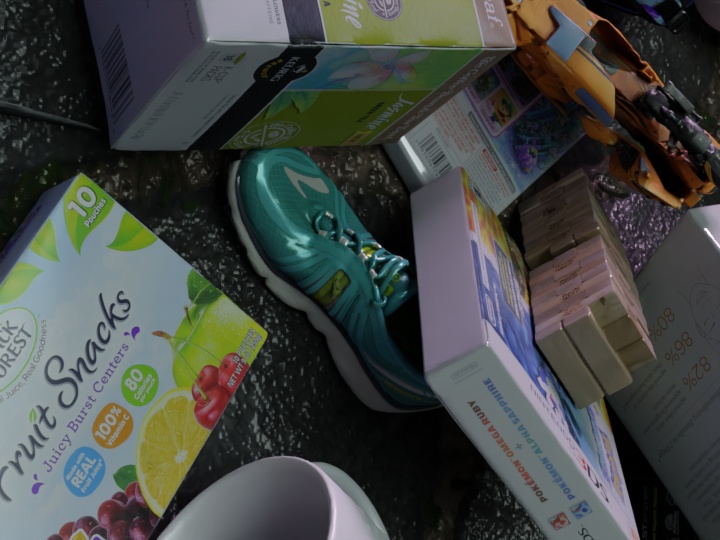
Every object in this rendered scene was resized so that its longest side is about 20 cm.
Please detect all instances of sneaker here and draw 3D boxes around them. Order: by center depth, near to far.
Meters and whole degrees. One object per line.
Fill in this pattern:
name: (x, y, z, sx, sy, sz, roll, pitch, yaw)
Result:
sneaker: (0.000, 0.000, 0.825, 0.201, 0.079, 0.078, 51, 59, -18)

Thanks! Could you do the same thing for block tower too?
block tower: (0.138, 0.006, 0.868, 0.058, 0.054, 0.201, 55, 17, -21)

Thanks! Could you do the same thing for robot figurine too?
robot figurine: (0.159, -0.113, 0.900, 0.200, 0.145, 0.058, 43, 93, -13)

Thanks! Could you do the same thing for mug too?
mug: (-0.019, 0.195, 0.757, 0.176, 0.146, 0.201, 49, 29, -28)

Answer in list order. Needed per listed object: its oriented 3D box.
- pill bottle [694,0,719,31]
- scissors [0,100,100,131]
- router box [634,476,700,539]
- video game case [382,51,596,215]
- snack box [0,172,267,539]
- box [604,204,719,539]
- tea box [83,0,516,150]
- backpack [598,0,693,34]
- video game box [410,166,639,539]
pill bottle: (0.328, -0.223, 1.073, 0.198, 0.111, 0.113, 17, 73, -32)
scissors: (-0.224, -0.091, 0.711, 0.199, 0.072, 0.014, 18, 57, -57)
router box: (0.284, 0.233, 1.002, 0.198, 0.062, 0.152, 13, 76, -33)
video game case: (0.067, -0.145, 0.930, 0.182, 0.024, 0.201, -41, 106, -33)
snack box: (-0.155, 0.073, 0.719, 0.142, 0.053, 0.201, 41, 62, -22)
box: (0.263, 0.078, 0.908, 0.105, 0.153, 0.201, -8, 54, -36)
tea box: (-0.046, -0.184, 0.761, 0.195, 0.133, 0.203, -4, 73, -33)
backpack: (0.177, -0.272, 0.931, 0.198, 0.183, 0.136, 8, 53, -31)
video game box: (0.096, 0.059, 0.824, 0.183, 0.046, 0.201, 55, 17, -27)
